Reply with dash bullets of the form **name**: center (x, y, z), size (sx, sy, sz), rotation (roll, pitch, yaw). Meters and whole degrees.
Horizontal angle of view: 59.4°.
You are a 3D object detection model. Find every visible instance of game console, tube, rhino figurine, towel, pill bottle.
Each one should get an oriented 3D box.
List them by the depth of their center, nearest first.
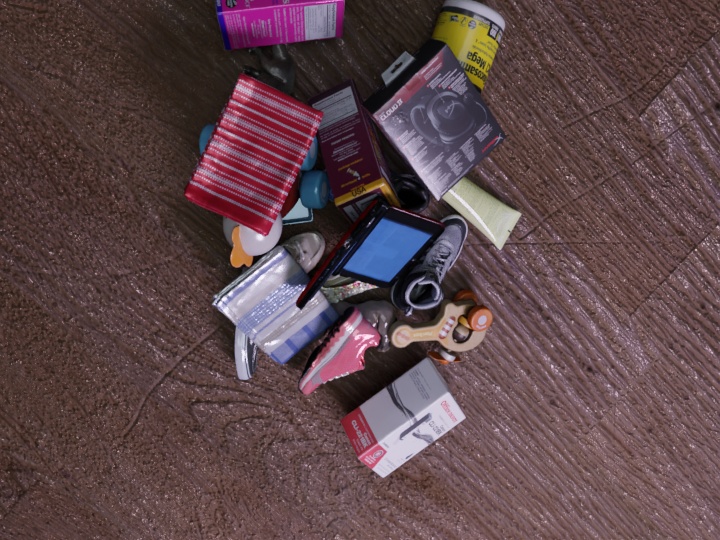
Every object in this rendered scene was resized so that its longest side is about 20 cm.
- **towel**: center (-0.155, -0.168, 0.913), size (0.142, 0.022, 0.204), rotation (25, 87, 2)
- **game console**: center (0.013, -0.006, 0.981), size (0.118, 0.173, 0.201), rotation (39, 138, -1)
- **towel**: center (-0.135, 0.062, 1.050), size (0.146, 0.024, 0.201), rotation (-37, 131, 0)
- **pill bottle**: center (0.156, -0.331, 1.050), size (0.109, 0.113, 0.205), rotation (17, 100, -10)
- **tube**: center (0.199, -0.123, 1.136), size (0.197, 0.053, 0.058), rotation (33, 129, -16)
- **rhino figurine**: center (-0.024, 0.098, 1.147), size (0.193, 0.060, 0.090), rotation (-2, 107, 1)

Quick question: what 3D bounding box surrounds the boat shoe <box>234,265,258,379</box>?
- **boat shoe**: center (-0.183, 0.095, 1.118), size (0.069, 0.072, 0.207), rotation (5, 100, -4)

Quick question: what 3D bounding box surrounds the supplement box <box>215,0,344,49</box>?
- **supplement box**: center (-0.127, -0.427, 0.985), size (0.194, 0.104, 0.104), rotation (-9, 78, -7)

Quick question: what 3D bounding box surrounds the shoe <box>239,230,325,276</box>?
- **shoe**: center (-0.135, -0.004, 1.083), size (0.198, 0.053, 0.071), rotation (-37, 96, -21)

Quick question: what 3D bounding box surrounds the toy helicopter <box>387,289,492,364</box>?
- **toy helicopter**: center (0.141, 0.117, 1.152), size (0.194, 0.079, 0.136), rotation (-4, 115, -19)

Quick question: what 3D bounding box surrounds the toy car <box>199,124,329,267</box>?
- **toy car**: center (-0.165, -0.105, 0.974), size (0.178, 0.205, 0.179), rotation (5, 147, 14)

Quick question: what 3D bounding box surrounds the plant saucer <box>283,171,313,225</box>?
- **plant saucer**: center (-0.127, -0.184, 1.094), size (0.068, 0.019, 0.207), rotation (-7, 103, -6)

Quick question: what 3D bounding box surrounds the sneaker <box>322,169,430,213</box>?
- **sneaker**: center (0.025, -0.137, 1.075), size (0.194, 0.111, 0.079), rotation (10, 101, -9)

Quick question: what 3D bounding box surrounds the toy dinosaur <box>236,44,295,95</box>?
- **toy dinosaur**: center (-0.150, -0.309, 1.043), size (0.100, 0.077, 0.205), rotation (21, 68, -14)

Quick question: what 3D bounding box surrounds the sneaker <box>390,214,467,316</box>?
- **sneaker**: center (0.133, -0.004, 1.116), size (0.075, 0.114, 0.202), rotation (35, 96, -13)

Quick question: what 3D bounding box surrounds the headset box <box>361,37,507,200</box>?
- **headset box**: center (0.108, -0.237, 0.967), size (0.148, 0.078, 0.200), rotation (-41, 118, 6)

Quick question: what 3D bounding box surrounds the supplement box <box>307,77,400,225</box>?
- **supplement box**: center (-0.009, -0.182, 1.007), size (0.084, 0.110, 0.205), rotation (-21, 66, 11)

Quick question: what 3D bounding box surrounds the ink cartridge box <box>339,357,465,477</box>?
- **ink cartridge box**: center (0.081, 0.270, 1.151), size (0.198, 0.084, 0.145), rotation (-36, 143, 1)

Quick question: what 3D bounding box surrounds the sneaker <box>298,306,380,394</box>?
- **sneaker**: center (-0.039, 0.160, 1.101), size (0.086, 0.074, 0.201), rotation (35, 117, -6)

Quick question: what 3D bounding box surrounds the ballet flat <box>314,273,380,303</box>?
- **ballet flat**: center (0.000, 0.000, 1.118), size (0.196, 0.077, 0.064), rotation (-27, 145, -1)
